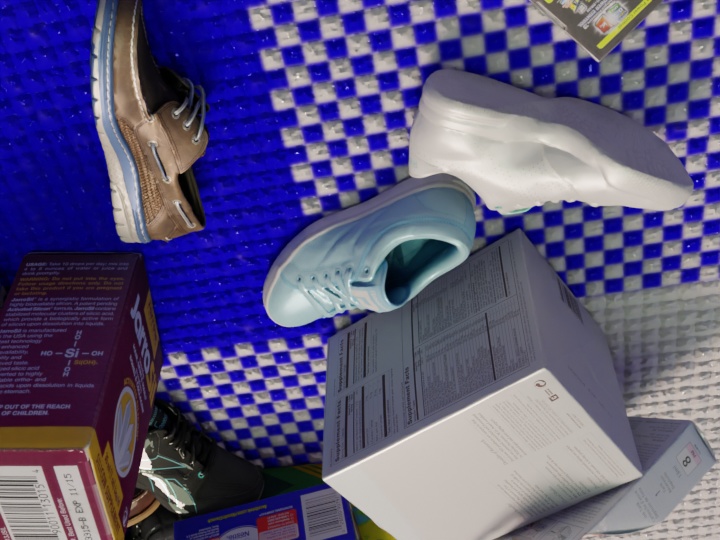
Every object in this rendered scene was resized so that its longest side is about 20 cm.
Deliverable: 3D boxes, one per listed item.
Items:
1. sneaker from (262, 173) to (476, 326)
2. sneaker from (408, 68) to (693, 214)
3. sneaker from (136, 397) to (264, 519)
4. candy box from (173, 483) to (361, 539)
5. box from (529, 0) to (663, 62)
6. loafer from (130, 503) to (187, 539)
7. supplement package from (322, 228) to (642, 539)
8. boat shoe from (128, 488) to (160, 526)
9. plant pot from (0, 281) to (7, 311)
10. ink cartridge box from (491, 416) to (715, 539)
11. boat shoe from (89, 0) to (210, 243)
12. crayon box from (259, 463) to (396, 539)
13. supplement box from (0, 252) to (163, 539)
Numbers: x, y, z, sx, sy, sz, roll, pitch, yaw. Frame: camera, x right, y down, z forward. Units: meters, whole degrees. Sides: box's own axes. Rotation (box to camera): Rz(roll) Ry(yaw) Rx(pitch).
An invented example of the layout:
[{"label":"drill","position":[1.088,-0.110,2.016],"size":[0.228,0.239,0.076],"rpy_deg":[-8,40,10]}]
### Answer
[{"label":"sneaker","position":[0.000,0.000,0.717],"size":[0.198,0.083,0.074],"rpy_deg":[-33,122,26]},{"label":"sneaker","position":[0.129,-0.071,0.663],"size":[0.196,0.076,0.090],"rpy_deg":[18,126,-1]},{"label":"sneaker","position":[-0.177,0.169,0.869],"size":[0.197,0.076,0.080],"rpy_deg":[20,126,-16]},{"label":"candy box","position":[-0.071,0.305,0.902],"size":[0.166,0.078,0.202],"rpy_deg":[-14,132,0]},{"label":"box","position":[0.152,-0.242,0.534],"size":[0.159,0.045,0.200],"rpy_deg":[31,124,-24]},{"label":"loafer","position":[-0.206,0.295,0.981],"size":[0.069,0.069,0.202],"rpy_deg":[-11,148,-32]},{"label":"supplement package","position":[0.091,0.106,0.760],"size":[0.198,0.152,0.152],"rpy_deg":[-30,125,24]},{"label":"boat shoe","position":[-0.289,0.210,0.907],"size":[0.196,0.071,0.071],"rpy_deg":[-9,134,9]},{"label":"plant pot","position":[-0.366,0.115,0.751],"size":[0.176,0.202,0.203],"rpy_deg":[-4,131,-4]},{"label":"ink cartridge box","position":[0.171,0.197,0.780],"size":[0.057,0.200,0.162],"rpy_deg":[51,160,-9]},{"label":"boat shoe","position":[-0.139,-0.102,0.648],"size":[0.071,0.073,0.202],"rpy_deg":[-1,141,-5]},{"label":"crayon box","position":[-0.029,0.252,0.953],"size":[0.196,0.051,0.129],"rpy_deg":[-6,130,7]},{"label":"supplement box","position":[-0.223,0.100,0.726],"size":[0.101,0.202,0.133],"rpy_deg":[-1,131,1]}]
